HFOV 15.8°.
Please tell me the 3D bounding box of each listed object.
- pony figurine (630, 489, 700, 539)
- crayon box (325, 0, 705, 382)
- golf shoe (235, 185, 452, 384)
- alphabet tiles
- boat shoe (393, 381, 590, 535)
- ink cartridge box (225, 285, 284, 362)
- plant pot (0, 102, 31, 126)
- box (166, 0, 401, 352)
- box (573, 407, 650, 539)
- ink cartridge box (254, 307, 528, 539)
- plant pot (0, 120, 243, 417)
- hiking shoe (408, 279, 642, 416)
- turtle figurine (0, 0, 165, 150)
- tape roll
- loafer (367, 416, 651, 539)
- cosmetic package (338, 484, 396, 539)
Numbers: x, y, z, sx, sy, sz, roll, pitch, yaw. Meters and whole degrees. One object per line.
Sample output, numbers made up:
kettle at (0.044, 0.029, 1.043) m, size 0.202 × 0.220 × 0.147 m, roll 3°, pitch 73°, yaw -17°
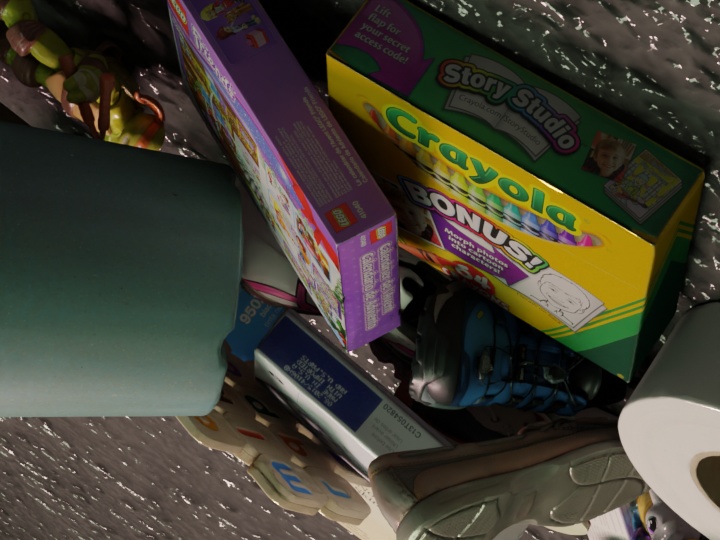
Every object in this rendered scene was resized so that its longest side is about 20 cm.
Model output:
pony figurine at (0.227, 0.224, 1.602) m, size 0.193 × 0.166 × 0.200 m, roll 60°, pitch -172°, yaw -19°
crayon box at (0.078, -0.043, 1.383) m, size 0.200 × 0.058 × 0.173 m, roll 31°, pitch 160°, yaw 15°
golf shoe at (0.000, 0.000, 1.591) m, size 0.200 × 0.073 × 0.092 m, roll 29°, pitch 157°, yaw -10°
alphabet tiles at (-0.077, 0.088, 1.648) m, size 0.200 × 0.015 × 0.195 m, roll 47°, pitch -165°, yaw 32°
boat shoe at (0.088, 0.105, 1.634) m, size 0.200 × 0.063 × 0.071 m, roll 28°, pitch 163°, yaw 52°
ink cartridge box at (-0.153, 0.013, 1.826) m, size 0.200 × 0.084 × 0.145 m, roll 34°, pitch 159°, yaw 1°
plant pot at (-0.263, -0.037, 1.676) m, size 0.174 × 0.201 × 0.200 m, roll 26°, pitch 159°, yaw 1°
box at (-0.042, -0.068, 1.422) m, size 0.200 × 0.039 × 0.137 m, roll 58°, pitch 169°, yaw 23°
box at (0.171, 0.157, 1.709) m, size 0.041 × 0.039 × 0.200 m, roll 22°, pitch 156°, yaw 28°
ink cartridge box at (0.017, 0.114, 1.636) m, size 0.199 × 0.041 × 0.200 m, roll 40°, pitch 172°, yaw 7°
plant pot at (-0.176, 0.002, 1.499) m, size 0.195 × 0.201 × 0.200 m, roll 5°, pitch 163°, yaw -12°
hiking shoe at (0.094, 0.046, 1.487) m, size 0.086 × 0.075 × 0.200 m, roll 8°, pitch -177°, yaw 25°
turtle figurine at (-0.176, -0.119, 1.600) m, size 0.161 × 0.064 × 0.200 m, roll 38°, pitch 169°, yaw 14°
tape roll at (0.245, 0.107, 1.442) m, size 0.202 × 0.071 × 0.203 m, roll 29°, pitch 159°, yaw 13°
loafer at (0.095, 0.113, 1.503) m, size 0.063 × 0.199 × 0.072 m, roll 54°, pitch 138°, yaw 30°
cosmetic package at (0.047, 0.150, 1.838) m, size 0.103 × 0.073 × 0.200 m, roll 35°, pitch 160°, yaw 1°
